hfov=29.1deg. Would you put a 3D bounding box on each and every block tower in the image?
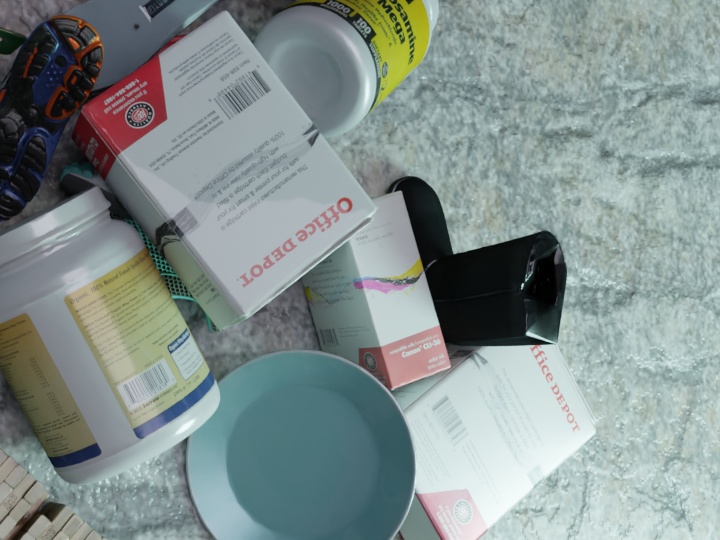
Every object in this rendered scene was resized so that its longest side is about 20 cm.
[{"bbox_3d":[-0.264,0.197,1.093,0.200,0.054,0.058,47,66,-17],"label":"block tower"}]

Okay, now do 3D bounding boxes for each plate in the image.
[{"bbox_3d":[-0.050,0.165,1.187,0.199,0.026,0.201,1,96,5],"label":"plate"}]

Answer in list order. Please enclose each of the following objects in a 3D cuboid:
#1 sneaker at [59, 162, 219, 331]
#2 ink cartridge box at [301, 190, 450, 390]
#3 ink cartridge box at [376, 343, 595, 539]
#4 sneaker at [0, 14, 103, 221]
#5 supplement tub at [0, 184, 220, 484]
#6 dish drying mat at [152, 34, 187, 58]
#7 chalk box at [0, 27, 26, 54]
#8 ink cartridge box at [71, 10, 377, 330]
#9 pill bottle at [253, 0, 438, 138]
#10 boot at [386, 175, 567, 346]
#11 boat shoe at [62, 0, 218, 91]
[{"bbox_3d":[-0.169,-0.017,1.154,0.200,0.078,0.091,31,97,-10],"label":"sneaker"},{"bbox_3d":[0.000,0.000,1.219,0.067,0.116,0.201,-18,95,-28],"label":"ink cartridge box"},{"bbox_3d":[0.103,0.145,1.279,0.200,0.083,0.147,-36,106,-27],"label":"ink cartridge box"},{"bbox_3d":[-0.262,-0.115,1.085,0.075,0.078,0.200,37,104,-17],"label":"sneaker"},{"bbox_3d":[-0.213,0.049,1.082,0.144,0.144,0.201,-31,101,-27],"label":"supplement tub"},{"bbox_3d":[-0.130,-0.108,1.213,0.077,0.018,0.201,-18,95,-28],"label":"dish drying mat"},{"bbox_3d":[-0.351,-0.209,1.040,0.200,0.125,0.124,31,72,-22],"label":"chalk box"},{"bbox_3d":[-0.106,-0.075,1.086,0.144,0.084,0.200,-38,92,-20],"label":"ink cartridge box"},{"bbox_3d":[-0.005,-0.202,1.204,0.113,0.112,0.200,57,36,-13],"label":"pill bottle"},{"bbox_3d":[0.098,-0.013,1.225,0.065,0.200,0.166,-5,88,-29],"label":"boot"},{"bbox_3d":[-0.182,-0.216,1.170,0.200,0.091,0.071,-33,102,1],"label":"boat shoe"}]
